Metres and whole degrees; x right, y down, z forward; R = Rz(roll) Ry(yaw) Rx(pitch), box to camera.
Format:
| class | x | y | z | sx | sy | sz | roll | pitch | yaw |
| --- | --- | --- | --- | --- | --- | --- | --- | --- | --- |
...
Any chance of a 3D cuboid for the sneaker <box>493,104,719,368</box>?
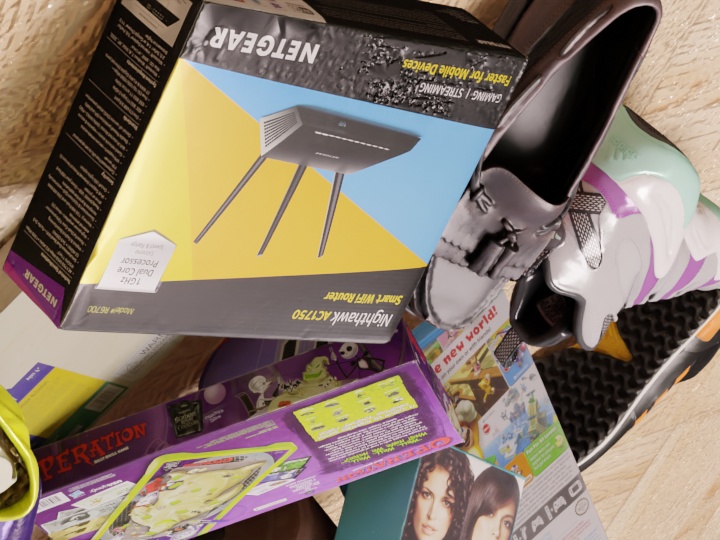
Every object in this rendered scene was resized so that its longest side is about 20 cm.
| class | x | y | z | sx | sy | sz | roll | pitch | yaw |
| --- | --- | --- | --- | --- | --- | --- | --- | --- | --- |
| sneaker | 0.126 | 0.002 | 1.387 | 0.140 | 0.078 | 0.200 | -48 | 150 | 1 |

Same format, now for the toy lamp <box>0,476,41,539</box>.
| class | x | y | z | sx | sy | sz | roll | pitch | yaw |
| --- | --- | --- | --- | --- | --- | --- | --- | --- | --- |
| toy lamp | -0.203 | 0.163 | 1.206 | 0.058 | 0.058 | 0.201 | -3 | 133 | -50 |

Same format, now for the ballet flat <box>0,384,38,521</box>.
| class | x | y | z | sx | sy | sz | roll | pitch | yaw |
| --- | --- | --- | --- | --- | --- | --- | --- | --- | --- |
| ballet flat | -0.186 | 0.047 | 1.060 | 0.067 | 0.067 | 0.200 | -36 | 144 | 2 |

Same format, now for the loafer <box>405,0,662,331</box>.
| class | x | y | z | sx | sy | sz | roll | pitch | yaw |
| --- | --- | --- | --- | --- | --- | --- | --- | --- | --- |
| loafer | 0.075 | -0.056 | 1.204 | 0.071 | 0.063 | 0.201 | 13 | 110 | -36 |

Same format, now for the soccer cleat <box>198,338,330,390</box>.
| class | x | y | z | sx | sy | sz | roll | pitch | yaw |
| --- | --- | --- | --- | --- | --- | --- | --- | --- | --- |
| soccer cleat | 0.000 | 0.000 | 1.273 | 0.199 | 0.067 | 0.077 | -32 | 130 | -6 |

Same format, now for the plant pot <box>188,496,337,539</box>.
| class | x | y | z | sx | sy | sz | roll | pitch | yaw |
| --- | --- | --- | --- | --- | --- | --- | --- | --- | --- |
| plant pot | -0.065 | 0.194 | 1.386 | 0.199 | 0.200 | 0.175 | -30 | 136 | -14 |

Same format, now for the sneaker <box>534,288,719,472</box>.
| class | x | y | z | sx | sy | sz | roll | pitch | yaw |
| --- | --- | --- | --- | --- | --- | --- | --- | --- | --- |
| sneaker | 0.161 | 0.063 | 1.556 | 0.200 | 0.070 | 0.090 | -47 | 150 | 14 |

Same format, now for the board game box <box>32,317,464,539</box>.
| class | x | y | z | sx | sy | sz | roll | pitch | yaw |
| --- | --- | --- | --- | --- | --- | --- | --- | --- | --- |
| board game box | -0.057 | 0.086 | 1.246 | 0.199 | 0.032 | 0.120 | -20 | 151 | 5 |

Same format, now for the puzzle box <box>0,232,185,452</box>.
| class | x | y | z | sx | sy | sz | roll | pitch | yaw |
| --- | --- | --- | --- | --- | --- | --- | --- | --- | --- |
| puzzle box | -0.130 | 0.022 | 1.173 | 0.200 | 0.025 | 0.133 | -44 | 154 | 13 |

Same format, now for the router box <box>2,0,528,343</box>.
| class | x | y | z | sx | sy | sz | roll | pitch | yaw |
| --- | --- | --- | --- | --- | --- | --- | --- | --- | --- |
| router box | -0.036 | -0.046 | 1.095 | 0.199 | 0.051 | 0.150 | 4 | 119 | -47 |

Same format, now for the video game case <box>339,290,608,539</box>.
| class | x | y | z | sx | sy | sz | roll | pitch | yaw |
| --- | --- | --- | --- | --- | --- | --- | --- | --- | --- |
| video game case | 0.061 | 0.125 | 1.405 | 0.143 | 0.201 | 0.018 | -37 | -157 | -34 |

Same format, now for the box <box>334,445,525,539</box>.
| class | x | y | z | sx | sy | sz | roll | pitch | yaw |
| --- | --- | --- | --- | --- | --- | --- | --- | --- | --- |
| box | 0.020 | 0.188 | 1.321 | 0.082 | 0.049 | 0.202 | 25 | 74 | -42 |
